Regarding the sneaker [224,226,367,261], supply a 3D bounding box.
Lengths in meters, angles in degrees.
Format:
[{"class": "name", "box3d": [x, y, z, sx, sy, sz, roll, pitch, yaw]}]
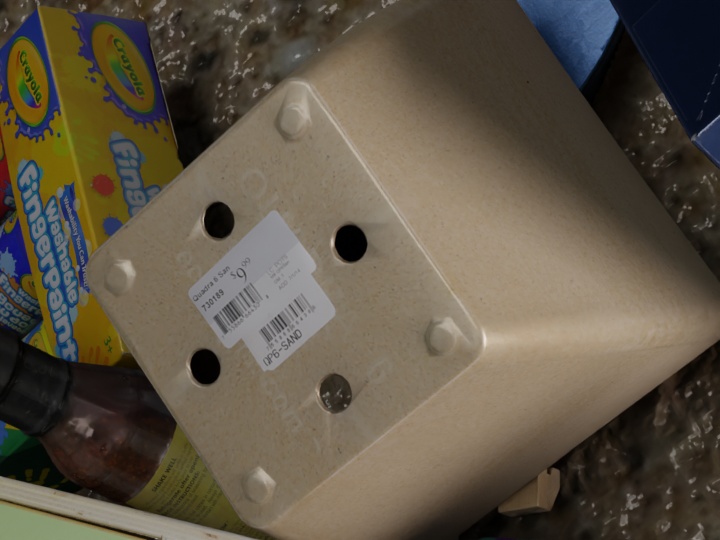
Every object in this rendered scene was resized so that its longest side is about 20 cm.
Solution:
[{"class": "sneaker", "box3d": [0.002, 0.002, 1.110, 0.200, 0.060, 0.104, -36, 44, 20]}]

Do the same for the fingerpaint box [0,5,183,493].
[{"class": "fingerpaint box", "box3d": [-0.160, -0.007, 1.189, 0.167, 0.073, 0.201, -38, 59, 42]}]

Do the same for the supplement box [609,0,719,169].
[{"class": "supplement box", "box3d": [0.242, -0.091, 0.894, 0.200, 0.200, 0.134, -42, 31, 16]}]

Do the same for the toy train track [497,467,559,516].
[{"class": "toy train track", "box3d": [0.087, 0.020, 1.088, 0.114, 0.032, 0.201, -13, 64, 38]}]

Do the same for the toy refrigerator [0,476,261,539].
[{"class": "toy refrigerator", "box3d": [-0.096, 0.145, 1.009, 0.199, 0.070, 0.076, 10, 82, 29]}]

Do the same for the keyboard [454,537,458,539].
[{"class": "keyboard", "box3d": [-0.038, 0.166, 1.138, 0.199, 0.011, 0.057, -11, 66, 29]}]

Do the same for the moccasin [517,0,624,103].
[{"class": "moccasin", "box3d": [0.120, -0.164, 1.094, 0.080, 0.068, 0.201, 16, 87, 26]}]

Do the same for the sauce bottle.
[{"class": "sauce bottle", "box3d": [-0.099, 0.084, 1.081, 0.066, 0.200, 0.066, -37, 37, 34]}]

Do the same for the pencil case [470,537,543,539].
[{"class": "pencil case", "box3d": [0.067, 0.219, 1.012, 0.092, 0.085, 0.201, 1, 78, 49]}]

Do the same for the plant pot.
[{"class": "plant pot", "box3d": [0.005, 0.008, 0.970, 0.200, 0.177, 0.200, -40, 79, 24]}]
